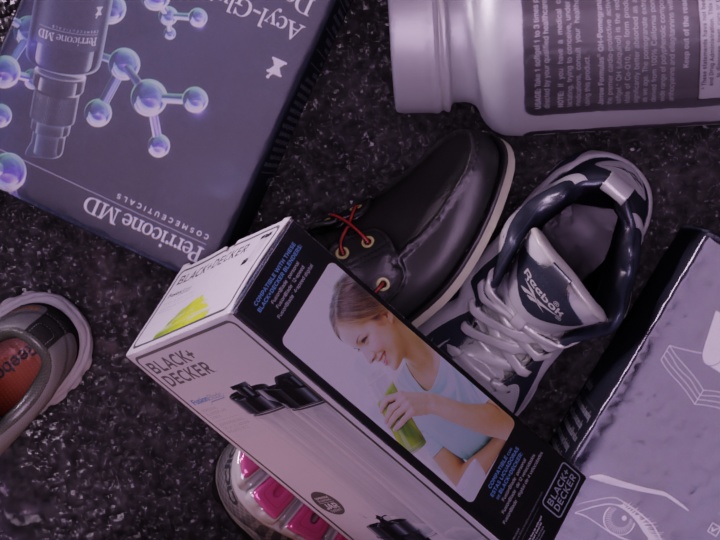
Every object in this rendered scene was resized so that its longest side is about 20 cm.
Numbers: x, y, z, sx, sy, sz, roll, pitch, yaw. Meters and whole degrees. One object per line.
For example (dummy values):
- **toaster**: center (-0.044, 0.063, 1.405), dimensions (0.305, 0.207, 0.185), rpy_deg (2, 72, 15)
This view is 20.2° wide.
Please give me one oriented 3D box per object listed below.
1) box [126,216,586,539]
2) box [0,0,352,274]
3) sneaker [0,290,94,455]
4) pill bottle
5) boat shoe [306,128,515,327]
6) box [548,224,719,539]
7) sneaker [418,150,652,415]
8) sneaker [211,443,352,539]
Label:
- **box**: center (-0.003, 0.070, 0.978), dimensions (0.200, 0.117, 0.060), rpy_deg (42, 60, -18)
- **box**: center (-0.100, -0.114, 1.060), dimensions (0.148, 0.107, 0.201), rpy_deg (24, 94, 1)
- **sneaker**: center (-0.230, 0.090, 1.088), dimensions (0.074, 0.079, 0.200), rpy_deg (43, 95, -1)
- **pill bottle**: center (0.115, -0.127, 1.048), dimensions (0.199, 0.111, 0.111), rpy_deg (-3, 92, 2)
- **boat shoe**: center (0.001, 0.001, 1.059), dimensions (0.063, 0.074, 0.201), rpy_deg (34, 107, -30)
- **box**: center (0.206, 0.110, 1.048), dimensions (0.196, 0.117, 0.200), rpy_deg (31, 94, 0)
- **sneaker**: center (0.082, 0.023, 1.045), dimensions (0.079, 0.130, 0.199), rpy_deg (44, 93, 2)
- **sneaker**: center (-0.001, 0.145, 1.086), dimensions (0.200, 0.087, 0.074), rpy_deg (36, 69, -21)
